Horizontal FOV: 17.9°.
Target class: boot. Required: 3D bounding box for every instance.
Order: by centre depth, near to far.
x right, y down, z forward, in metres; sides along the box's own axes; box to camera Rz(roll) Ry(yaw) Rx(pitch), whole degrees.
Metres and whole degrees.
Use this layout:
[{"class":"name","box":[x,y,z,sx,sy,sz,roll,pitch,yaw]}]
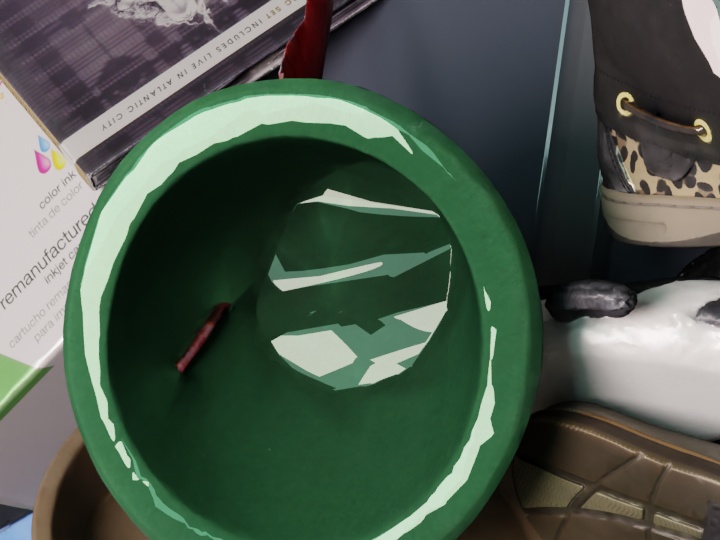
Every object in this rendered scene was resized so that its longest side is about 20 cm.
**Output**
[{"class":"boot","box":[0.146,-0.089,0.742,0.200,0.073,0.151,-4,107,47]}]

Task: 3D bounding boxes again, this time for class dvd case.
[{"class":"dvd case","box":[-0.104,-0.140,0.942,0.148,0.016,0.200,-35,62,-13]}]

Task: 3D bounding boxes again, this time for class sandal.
[{"class":"sandal","box":[0.143,0.097,0.769,0.199,0.055,0.082,25,126,28]}]

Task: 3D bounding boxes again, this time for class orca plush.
[{"class":"orca plush","box":[0.121,0.010,0.786,0.200,0.105,0.071,-19,41,42]}]

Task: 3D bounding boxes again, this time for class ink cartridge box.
[{"class":"ink cartridge box","box":[-0.157,-0.024,0.970,0.145,0.084,0.200,-44,60,16]}]

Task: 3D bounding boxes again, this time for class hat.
[{"class":"hat","box":[0.000,0.000,0.838,0.165,0.176,0.201,20,103,10]}]

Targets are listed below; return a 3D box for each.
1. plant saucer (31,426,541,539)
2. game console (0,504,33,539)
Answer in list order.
[{"class":"plant saucer","box":[-0.017,0.099,0.818,0.200,0.200,0.030,33,134,33]},{"class":"game console","box":[-0.163,0.167,1.002,0.177,0.031,0.201,-32,69,30]}]
